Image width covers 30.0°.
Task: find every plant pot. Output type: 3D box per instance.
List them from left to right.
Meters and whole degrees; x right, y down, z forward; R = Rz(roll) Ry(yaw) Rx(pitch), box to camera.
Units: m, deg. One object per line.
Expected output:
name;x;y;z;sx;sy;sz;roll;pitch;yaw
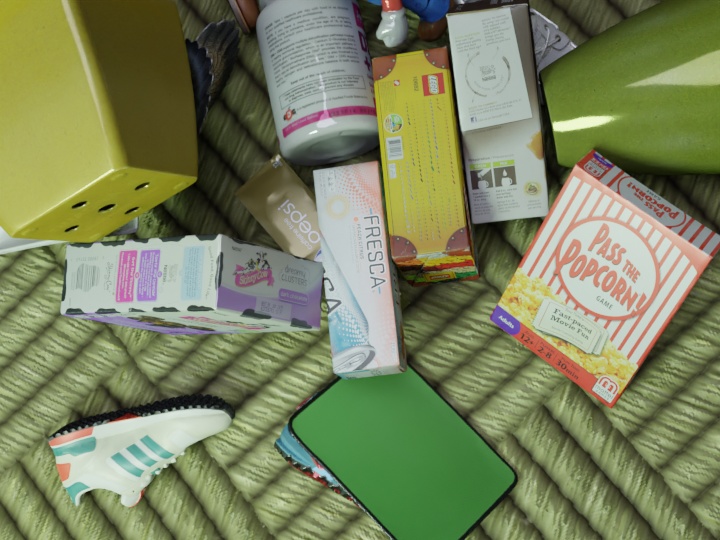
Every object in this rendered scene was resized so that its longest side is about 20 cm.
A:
plant pot;-0.259;-0.134;1.213;0.198;0.200;0.178;-27;80;20
plant pot;0.277;-0.168;1.290;0.197;0.187;0.190;-12;78;7

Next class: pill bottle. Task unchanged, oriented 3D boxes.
pill bottle;-0.046;-0.222;1.392;0.112;0.113;0.203;-14;78;7

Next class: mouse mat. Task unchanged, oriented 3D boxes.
mouse mat;0.043;0.177;1.307;0.200;0.008;0.160;44;52;12

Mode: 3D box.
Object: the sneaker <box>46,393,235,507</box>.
sneaker;-0.218;0.188;1.378;0.197;0.070;0.095;-12;95;5

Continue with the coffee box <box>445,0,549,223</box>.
coffee box;0.137;-0.160;1.312;0.079;0.114;0.203;-6;105;9

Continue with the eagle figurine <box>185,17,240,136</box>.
eagle figurine;-0.209;-0.166;1.389;0.198;0.151;0.154;-20;66;13

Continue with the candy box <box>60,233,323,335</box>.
candy box;-0.161;0.017;1.305;0.198;0.167;0.073;-3;79;34

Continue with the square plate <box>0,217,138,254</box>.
square plate;-0.302;-0.125;1.352;0.196;0.028;0.203;-8;82;27

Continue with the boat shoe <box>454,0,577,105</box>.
boat shoe;0.172;-0.230;1.379;0.199;0.069;0.071;35;85;13

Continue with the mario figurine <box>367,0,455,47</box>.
mario figurine;-0.002;-0.292;1.348;0.123;0.199;0.107;23;91;49

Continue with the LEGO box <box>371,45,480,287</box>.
LEGO box;0.067;-0.098;1.332;0.076;0.149;0.203;-7;79;8

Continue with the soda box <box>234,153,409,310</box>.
soda box;-0.039;-0.023;1.377;0.064;0.068;0.200;-42;76;1

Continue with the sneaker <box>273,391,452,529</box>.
sneaker;0.014;0.187;1.325;0.198;0.079;0.096;29;83;13

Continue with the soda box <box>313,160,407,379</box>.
soda box;0.000;0.000;1.299;0.067;0.064;0.203;-8;78;8

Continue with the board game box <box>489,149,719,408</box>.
board game box;0.230;0.010;1.278;0.151;0.046;0.201;35;127;14

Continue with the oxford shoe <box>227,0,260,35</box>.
oxford shoe;-0.126;-0.354;1.454;0.070;0.071;0.203;-11;77;3
